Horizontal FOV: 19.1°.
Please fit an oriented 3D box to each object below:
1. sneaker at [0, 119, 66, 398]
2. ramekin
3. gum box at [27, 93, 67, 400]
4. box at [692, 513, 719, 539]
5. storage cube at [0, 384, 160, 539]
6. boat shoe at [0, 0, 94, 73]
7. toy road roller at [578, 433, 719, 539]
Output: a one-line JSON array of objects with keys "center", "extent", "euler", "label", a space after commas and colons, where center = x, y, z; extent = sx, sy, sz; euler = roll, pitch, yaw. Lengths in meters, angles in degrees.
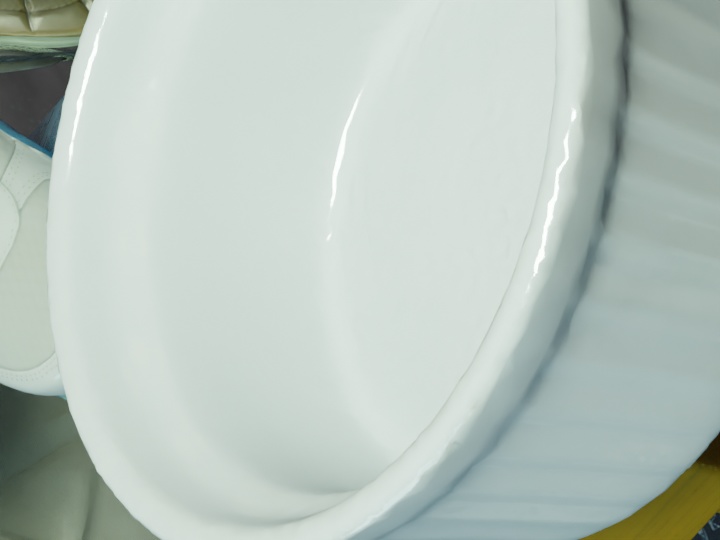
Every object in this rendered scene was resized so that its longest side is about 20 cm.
[{"center": [-0.147, -0.028, 0.692], "extent": [0.200, 0.077, 0.081], "euler": [42, -161, 31], "label": "sneaker"}, {"center": [0.016, -0.024, 0.528], "extent": [0.097, 0.202, 0.200], "euler": [12, 168, -38], "label": "ramekin"}, {"center": [-0.047, 0.001, 0.774], "extent": [0.169, 0.045, 0.200], "euler": [31, 142, -19], "label": "gum box"}, {"center": [0.104, 0.115, 0.776], "extent": [0.182, 0.200, 0.104], "euler": [52, -178, -12], "label": "box"}, {"center": [-0.183, 0.076, 1.060], "extent": [0.179, 0.201, 0.171], "euler": [-11, 154, 42], "label": "storage cube"}, {"center": [-0.160, -0.091, 0.646], "extent": [0.200, 0.072, 0.066], "euler": [6, 160, 2], "label": "boat shoe"}, {"center": [0.100, 0.021, 0.620], "extent": [0.145, 0.123, 0.200], "euler": [19, 124, -32], "label": "toy road roller"}]
